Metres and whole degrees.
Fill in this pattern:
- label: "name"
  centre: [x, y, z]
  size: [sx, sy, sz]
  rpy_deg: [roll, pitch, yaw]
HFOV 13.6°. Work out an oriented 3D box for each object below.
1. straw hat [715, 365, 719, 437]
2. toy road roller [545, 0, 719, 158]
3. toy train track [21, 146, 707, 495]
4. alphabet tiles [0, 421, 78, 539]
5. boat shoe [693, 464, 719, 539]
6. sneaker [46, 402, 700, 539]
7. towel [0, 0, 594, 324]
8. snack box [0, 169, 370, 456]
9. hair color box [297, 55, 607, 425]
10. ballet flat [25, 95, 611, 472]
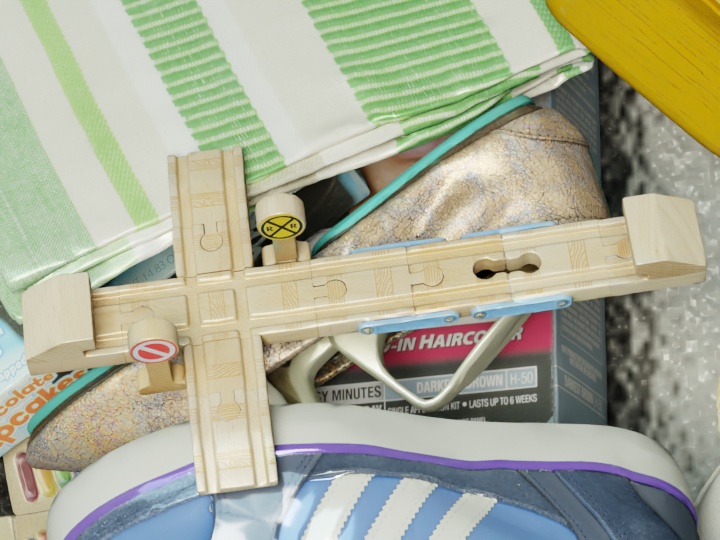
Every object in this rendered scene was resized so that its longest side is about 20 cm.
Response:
- label: "straw hat"
  centre: [0.200, 0.039, 0.838]
  size: [0.200, 0.085, 0.202]
  rpy_deg: [-6, 63, 13]
- label: "toy road roller"
  centre: [0.138, -0.125, 0.923]
  size: [0.123, 0.200, 0.146]
  rpy_deg: [41, 122, -3]
- label: "toy train track"
  centre: [0.000, 0.000, 0.870]
  size: [0.199, 0.033, 0.115]
  rpy_deg: [-8, 59, 0]
- label: "alphabet tiles"
  centre: [-0.056, 0.138, 0.978]
  size: [0.166, 0.006, 0.201]
  rpy_deg: [-10, 90, 21]
- label: "boat shoe"
  centre: [0.153, 0.110, 0.859]
  size: [0.070, 0.071, 0.200]
  rpy_deg: [-67, 28, 23]
- label: "sneaker"
  centre: [0.010, 0.117, 0.855]
  size: [0.199, 0.081, 0.147]
  rpy_deg: [-2, 47, -3]
- label: "towel"
  centre: [-0.045, -0.081, 0.955]
  size: [0.199, 0.023, 0.153]
  rpy_deg: [-24, 60, -8]
- label: "snack box"
  centre: [-0.108, -0.017, 0.991]
  size: [0.200, 0.037, 0.116]
  rpy_deg: [-35, 61, 6]
- label: "hair color box"
  centre: [0.026, -0.035, 0.999]
  size: [0.099, 0.061, 0.201]
  rpy_deg: [-6, 73, 21]
- label: "ballet flat"
  centre: [-0.009, 0.023, 0.922]
  size: [0.200, 0.068, 0.067]
  rpy_deg: [-33, 77, 4]
